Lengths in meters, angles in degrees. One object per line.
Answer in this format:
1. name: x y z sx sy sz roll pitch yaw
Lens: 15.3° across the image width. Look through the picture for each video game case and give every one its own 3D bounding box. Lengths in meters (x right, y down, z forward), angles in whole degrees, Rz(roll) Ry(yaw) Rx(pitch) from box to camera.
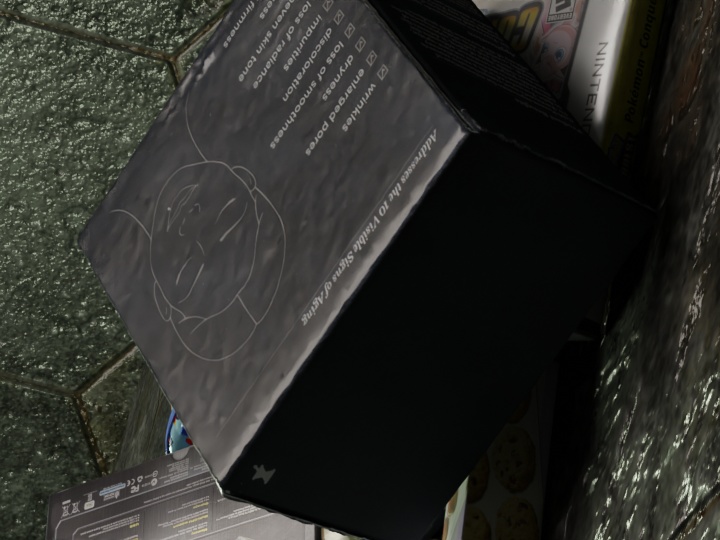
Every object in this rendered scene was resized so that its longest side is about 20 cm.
1. video game case: 0.054 -0.056 1.289 0.200 0.025 0.181 -1 72 48

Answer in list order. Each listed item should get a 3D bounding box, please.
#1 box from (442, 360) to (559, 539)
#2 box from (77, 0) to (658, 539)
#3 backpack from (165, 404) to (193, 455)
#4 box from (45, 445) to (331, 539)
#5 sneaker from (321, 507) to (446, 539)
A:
1. box: 0.059 0.127 1.226 0.039 0.041 0.201 117 166 -55
2. box: -0.004 -0.018 1.218 0.200 0.124 0.197 -55 39 17
3. backpack: -0.050 0.077 1.748 0.200 0.134 0.183 -93 18 -56
4. box: -0.088 0.175 1.477 0.200 0.048 0.159 -21 52 30
5. sneaker: 0.038 0.066 1.431 0.090 0.067 0.201 -41 29 52
